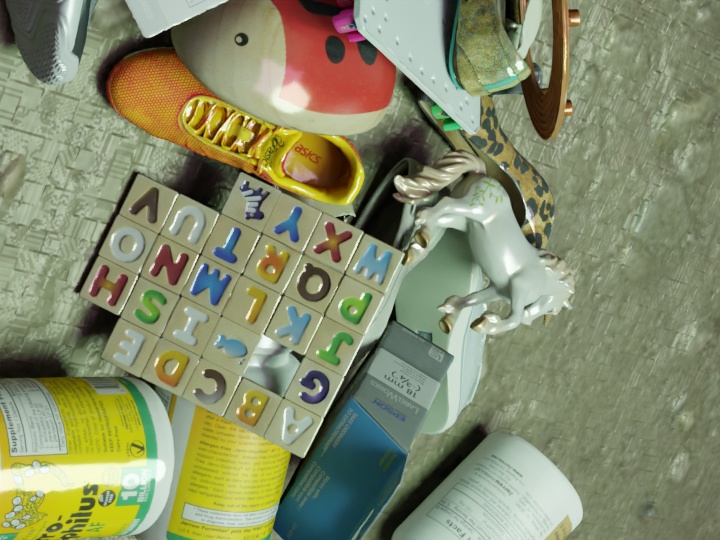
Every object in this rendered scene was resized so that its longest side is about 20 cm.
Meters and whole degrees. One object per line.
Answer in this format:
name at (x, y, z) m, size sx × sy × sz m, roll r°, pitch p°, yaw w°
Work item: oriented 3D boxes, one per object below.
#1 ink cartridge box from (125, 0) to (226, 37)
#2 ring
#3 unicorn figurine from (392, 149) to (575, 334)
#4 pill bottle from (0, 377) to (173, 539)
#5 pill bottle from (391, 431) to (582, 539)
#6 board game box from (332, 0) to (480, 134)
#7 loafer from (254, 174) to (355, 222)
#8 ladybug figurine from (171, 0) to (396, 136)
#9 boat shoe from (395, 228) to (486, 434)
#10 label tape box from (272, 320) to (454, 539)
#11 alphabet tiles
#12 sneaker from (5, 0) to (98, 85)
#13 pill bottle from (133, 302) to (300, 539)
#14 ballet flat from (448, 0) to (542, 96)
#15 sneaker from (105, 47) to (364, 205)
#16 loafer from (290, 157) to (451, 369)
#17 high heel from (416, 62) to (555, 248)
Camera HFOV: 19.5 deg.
ink cartridge box at (-0.095, -0.251, 1.341) m, size 0.200 × 0.050 × 0.162 m, roll -28°, pitch 96°, yaw -24°
ring at (0.143, -0.200, 1.610) m, size 0.019 × 0.201 × 0.201 m, roll -5°, pitch 120°, yaw -6°
unicorn figurine at (0.107, -0.006, 1.661) m, size 0.137 × 0.074 × 0.200 m, roll -36°, pitch 118°, yaw -36°
pill bottle at (-0.240, 0.131, 1.444) m, size 0.200 × 0.113 × 0.113 m, roll 1°, pitch 111°, yaw -36°
pill bottle at (0.092, 0.248, 1.851) m, size 0.200 × 0.114 × 0.114 m, roll -43°, pitch 135°, yaw -18°
board game box at (0.036, -0.223, 1.510) m, size 0.200 × 0.026 × 0.200 m, roll 36°, pitch 51°, yaw -57°
loafer at (-0.038, -0.061, 1.589) m, size 0.076 × 0.067 × 0.200 m, roll -23°, pitch 126°, yaw -35°
ladybug figurine at (-0.043, -0.158, 1.476) m, size 0.200 × 0.136 × 0.072 m, roll 0°, pitch 136°, yaw -51°
boat shoe at (0.072, 0.037, 1.762) m, size 0.071 × 0.070 × 0.201 m, roll -32°, pitch 132°, yaw -55°
label tape box at (-0.006, 0.146, 1.629) m, size 0.144 × 0.063 × 0.200 m, roll -57°, pitch -179°, yaw 29°
alphabet tiles at (-0.093, 0.018, 1.516) m, size 0.167 × 0.200 × 0.008 m, roll -64°, pitch -179°, yaw 3°
sneaker at (-0.165, -0.221, 1.369) m, size 0.114 × 0.075 × 0.200 m, roll -11°, pitch 116°, yaw -38°
pill bottle at (-0.104, 0.114, 1.587) m, size 0.113 × 0.113 × 0.200 m, roll -2°, pitch 112°, yaw -44°
ballet flat at (0.103, -0.222, 1.544) m, size 0.071 × 0.071 × 0.200 m, roll 31°, pitch 55°, yaw -48°
sneaker at (-0.083, -0.105, 1.483) m, size 0.200 × 0.077 × 0.073 m, roll 19°, pitch 100°, yaw -21°
loafer at (0.000, 0.000, 1.665) m, size 0.070 × 0.070 × 0.200 m, roll 45°, pitch 70°, yaw -42°
high heel at (0.092, -0.070, 1.703) m, size 0.142 × 0.071 × 0.200 m, roll -10°, pitch 103°, yaw -47°
